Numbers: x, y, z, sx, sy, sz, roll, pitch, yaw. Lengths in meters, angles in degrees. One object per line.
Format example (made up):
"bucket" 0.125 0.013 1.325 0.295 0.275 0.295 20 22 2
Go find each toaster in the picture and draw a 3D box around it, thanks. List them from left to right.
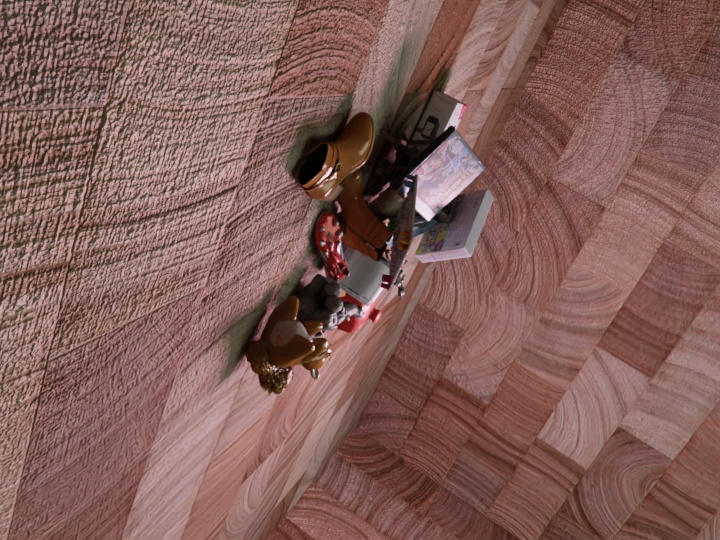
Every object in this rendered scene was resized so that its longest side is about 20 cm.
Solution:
"toaster" 0.000 0.000 1.660 0.130 0.198 0.114 -55 -161 3
"toaster" 0.183 -0.243 1.714 0.198 0.117 0.185 26 77 -45

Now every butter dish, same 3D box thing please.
"butter dish" -0.002 0.107 1.971 0.200 0.146 0.202 -48 163 -39

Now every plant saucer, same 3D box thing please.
"plant saucer" 0.111 -0.106 1.720 0.196 0.028 0.200 -18 171 -3

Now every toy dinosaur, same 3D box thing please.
"toy dinosaur" 0.089 -0.012 1.814 0.201 0.047 0.089 53 43 -29

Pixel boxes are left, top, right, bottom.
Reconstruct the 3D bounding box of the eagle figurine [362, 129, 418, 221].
"eagle figurine" 0.070 -0.220 1.592 0.151 0.149 0.204 -130 -115 -82

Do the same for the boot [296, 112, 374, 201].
"boot" -0.050 -0.232 1.237 0.202 0.076 0.155 -54 164 6

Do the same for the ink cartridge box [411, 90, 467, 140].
"ink cartridge box" 0.217 -0.403 1.850 0.203 0.082 0.145 -65 167 19

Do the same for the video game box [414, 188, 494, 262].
"video game box" 0.255 -0.120 1.749 0.180 0.047 0.203 -5 -129 48

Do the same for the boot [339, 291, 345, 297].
"boot" 0.007 0.005 1.786 0.197 0.072 0.145 -16 150 -14

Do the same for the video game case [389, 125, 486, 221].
"video game case" 0.190 -0.229 1.554 0.199 0.026 0.180 -42 140 13

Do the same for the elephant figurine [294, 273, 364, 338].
"elephant figurine" -0.091 0.108 1.616 0.144 0.152 0.201 -63 165 -15

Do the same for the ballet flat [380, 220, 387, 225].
"ballet flat" 0.050 -0.125 1.836 0.070 0.070 0.200 -60 168 -3

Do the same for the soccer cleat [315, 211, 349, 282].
"soccer cleat" -0.074 -0.063 1.511 0.068 0.085 0.203 -26 134 -12

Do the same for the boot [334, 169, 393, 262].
"boot" 0.013 -0.128 1.477 0.073 0.154 0.202 -37 155 -39

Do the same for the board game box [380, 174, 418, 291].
"board game box" 0.088 -0.087 1.485 0.201 0.025 0.204 111 -12 -55

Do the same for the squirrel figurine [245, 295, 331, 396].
"squirrel figurine" -0.161 0.192 1.486 0.198 0.143 0.187 -35 150 4
